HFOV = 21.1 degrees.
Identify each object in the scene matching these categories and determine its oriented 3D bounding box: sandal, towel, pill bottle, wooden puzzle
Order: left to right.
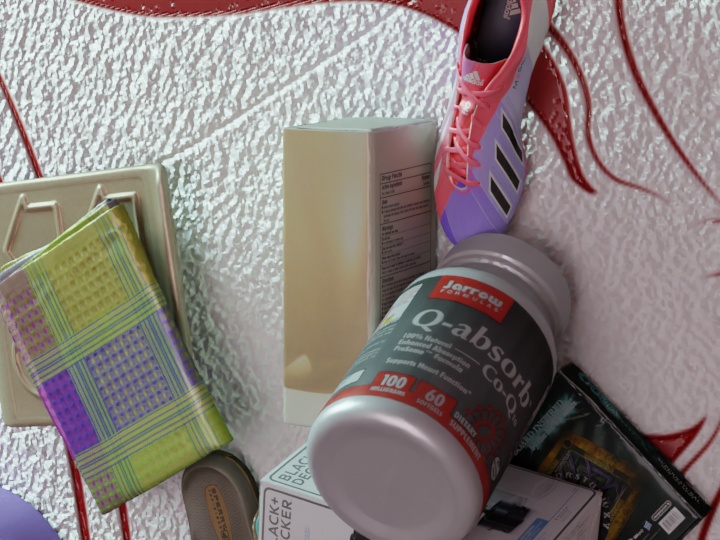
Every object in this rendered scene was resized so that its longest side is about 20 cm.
[{"bbox_3d":[-0.201,0.020,1.445,0.198,0.046,0.187,-4,96,33],"label":"wooden puzzle"},{"bbox_3d":[-0.182,0.060,1.400,0.143,0.023,0.201,-31,82,32],"label":"towel"},{"bbox_3d":[-0.088,0.231,1.410,0.081,0.054,0.202,-17,90,29],"label":"sandal"},{"bbox_3d":[0.056,0.071,1.215,0.115,0.200,0.117,16,132,18],"label":"pill bottle"}]

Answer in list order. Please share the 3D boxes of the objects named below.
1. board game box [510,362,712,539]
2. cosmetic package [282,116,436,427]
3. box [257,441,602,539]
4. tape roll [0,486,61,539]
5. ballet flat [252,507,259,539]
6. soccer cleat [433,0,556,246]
[{"bbox_3d":[0.123,0.179,1.305,0.135,0.028,0.200,47,116,14],"label":"board game box"},{"bbox_3d":[0.000,0.000,1.301,0.070,0.105,0.202,4,99,27],"label":"cosmetic package"},{"bbox_3d":[0.044,0.166,1.259,0.198,0.116,0.061,15,117,27],"label":"box"},{"bbox_3d":[-0.316,0.272,1.532,0.198,0.066,0.202,4,99,26],"label":"tape roll"},{"bbox_3d":[0.006,0.232,1.356,0.070,0.065,0.200,-43,71,4],"label":"ballet flat"},{"bbox_3d":[0.080,-0.108,1.256,0.066,0.076,0.202,20,107,23],"label":"soccer cleat"}]
